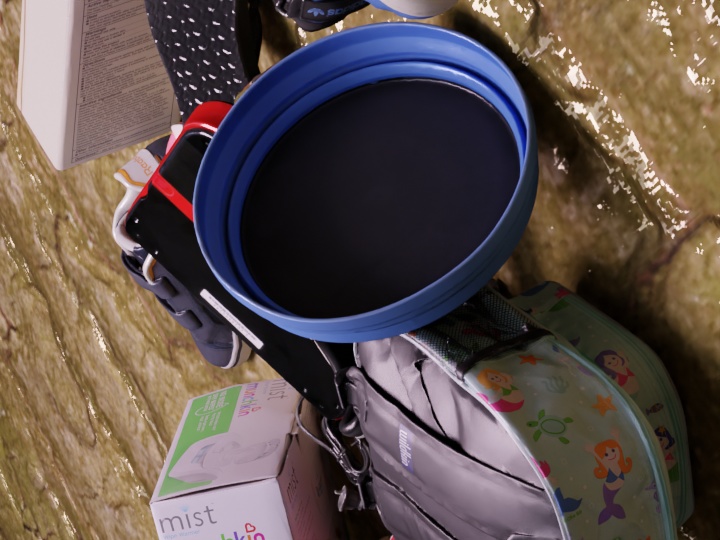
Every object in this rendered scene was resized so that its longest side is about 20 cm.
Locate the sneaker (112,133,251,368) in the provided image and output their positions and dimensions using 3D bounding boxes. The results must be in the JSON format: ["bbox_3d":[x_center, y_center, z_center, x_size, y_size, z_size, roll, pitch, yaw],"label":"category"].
[{"bbox_3d":[-0.134,-0.008,2.116,0.078,0.079,0.200,37,144,50],"label":"sneaker"}]

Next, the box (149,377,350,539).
[{"bbox_3d":[-0.066,0.191,2.013,0.200,0.097,0.177,-76,-28,-71],"label":"box"}]

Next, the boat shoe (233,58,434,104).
[{"bbox_3d":[-0.013,-0.098,1.772,0.200,0.068,0.072,-3,106,65],"label":"boat shoe"}]

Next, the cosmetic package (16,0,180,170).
[{"bbox_3d":[-0.178,-0.168,2.033,0.073,0.103,0.200,56,154,28],"label":"cosmetic package"}]

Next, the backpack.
[{"bbox_3d":[0.098,0.110,1.608,0.200,0.151,0.178,41,146,54],"label":"backpack"}]

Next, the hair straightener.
[{"bbox_3d":[0.015,0.128,1.910,0.200,0.077,0.041,58,142,28],"label":"hair straightener"}]

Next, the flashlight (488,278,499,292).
[{"bbox_3d":[0.065,0.096,1.789,0.068,0.068,0.200,-83,-7,-57],"label":"flashlight"}]

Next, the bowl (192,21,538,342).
[{"bbox_3d":[0.006,-0.047,1.628,0.201,0.201,0.039,48,174,39],"label":"bowl"}]

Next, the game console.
[{"bbox_3d":[-0.052,-0.005,1.855,0.200,0.031,0.177,43,149,2],"label":"game console"}]

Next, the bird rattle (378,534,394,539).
[{"bbox_3d":[0.024,0.249,1.969,0.163,0.113,0.200,-108,8,-59],"label":"bird rattle"}]

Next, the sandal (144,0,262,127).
[{"bbox_3d":[-0.094,-0.145,1.903,0.075,0.048,0.201,-15,79,24],"label":"sandal"}]

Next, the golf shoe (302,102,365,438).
[{"bbox_3d":[0.000,0.000,1.696,0.073,0.092,0.200,-21,87,52],"label":"golf shoe"}]

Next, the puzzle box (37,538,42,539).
[{"bbox_3d":[-0.303,0.369,2.902,0.133,0.025,0.200,56,155,25],"label":"puzzle box"}]

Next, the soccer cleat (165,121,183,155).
[{"bbox_3d":[-0.045,-0.049,1.915,0.200,0.076,0.067,28,109,34],"label":"soccer cleat"}]

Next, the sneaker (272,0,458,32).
[{"bbox_3d":[0.000,-0.173,1.661,0.200,0.077,0.111,52,147,42],"label":"sneaker"}]
